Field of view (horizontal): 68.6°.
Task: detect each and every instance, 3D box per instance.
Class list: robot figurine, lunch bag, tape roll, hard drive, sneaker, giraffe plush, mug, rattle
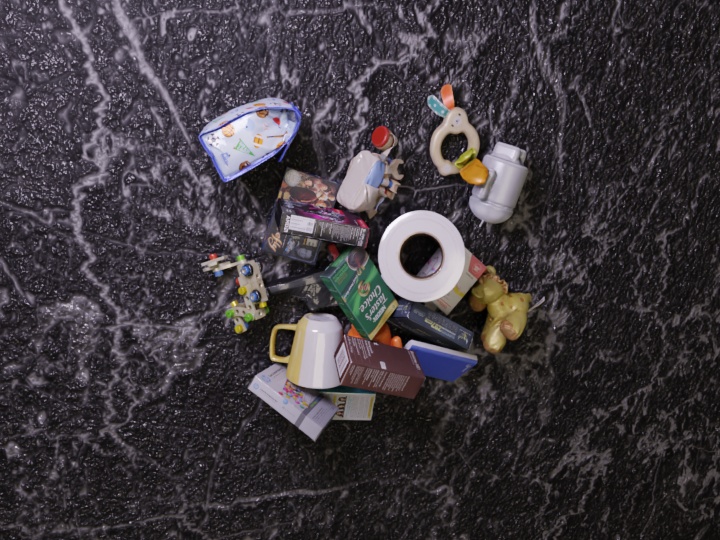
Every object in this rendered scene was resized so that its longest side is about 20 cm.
[{"bbox_3d":[0.333,-0.202,1.281,0.168,0.112,0.204,0,112,-50],"label":"robot figurine"},{"bbox_3d":[-0.217,-0.282,1.088,0.197,0.170,0.125,-30,116,-3],"label":"lunch bag"},{"bbox_3d":[0.144,-0.033,1.240,0.198,0.139,0.208,0,91,7],"label":"tape roll"},{"bbox_3d":[0.194,0.244,1.412,0.196,0.026,0.132,16,141,-18],"label":"hard drive"},{"bbox_3d":[-0.133,0.061,1.287,0.196,0.060,0.107,-16,107,-12],"label":"sneaker"},{"bbox_3d":[0.351,0.086,1.376,0.162,0.173,0.201,40,106,-2],"label":"giraffe plush"},{"bbox_3d":[-0.121,0.189,1.294,0.182,0.149,0.157,2,101,-21],"label":"mug"},{"bbox_3d":[0.031,0.209,1.348,0.141,0.117,0.204,-17,112,-14],"label":"robot figurine"},{"bbox_3d":[0.000,0.000,1.292,0.097,0.071,0.202,-34,112,2],"label":"sneaker"},{"bbox_3d":[0.221,-0.310,1.207,0.127,0.144,0.204,-4,117,7],"label":"rattle"}]

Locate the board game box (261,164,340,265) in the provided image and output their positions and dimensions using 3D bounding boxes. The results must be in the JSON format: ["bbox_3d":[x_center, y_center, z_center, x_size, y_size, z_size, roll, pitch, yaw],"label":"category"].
[{"bbox_3d":[-0.140,-0.127,1.234,0.133,0.035,0.204,14,105,-18],"label":"board game box"}]

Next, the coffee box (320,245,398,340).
[{"bbox_3d":[0.002,0.048,1.226,0.123,0.044,0.202,-47,121,-27],"label":"coffee box"}]

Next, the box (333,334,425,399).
[{"bbox_3d":[0.044,0.226,1.234,0.196,0.101,0.076,17,116,-23],"label":"box"}]

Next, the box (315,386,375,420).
[{"bbox_3d":[-0.062,0.350,1.410,0.195,0.049,0.084,6,106,-16],"label":"box"}]

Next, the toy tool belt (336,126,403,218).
[{"bbox_3d":[0.038,-0.220,1.216,0.122,0.125,0.202,13,112,-50],"label":"toy tool belt"}]

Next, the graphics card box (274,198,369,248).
[{"bbox_3d":[-0.087,-0.105,1.167,0.195,0.126,0.052,8,110,-16],"label":"graphics card box"}]

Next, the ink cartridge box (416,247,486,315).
[{"bbox_3d":[0.213,0.029,1.356,0.116,0.068,0.201,36,97,-22],"label":"ink cartridge box"}]

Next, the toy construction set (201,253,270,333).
[{"bbox_3d":[-0.281,0.043,1.231,0.129,0.092,0.203,-14,109,33],"label":"toy construction set"}]

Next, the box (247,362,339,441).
[{"bbox_3d":[-0.157,0.310,1.275,0.198,0.156,0.042,34,99,9],"label":"box"}]

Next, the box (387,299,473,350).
[{"bbox_3d":[0.162,0.137,1.331,0.197,0.157,0.052,28,74,-22],"label":"box"}]
